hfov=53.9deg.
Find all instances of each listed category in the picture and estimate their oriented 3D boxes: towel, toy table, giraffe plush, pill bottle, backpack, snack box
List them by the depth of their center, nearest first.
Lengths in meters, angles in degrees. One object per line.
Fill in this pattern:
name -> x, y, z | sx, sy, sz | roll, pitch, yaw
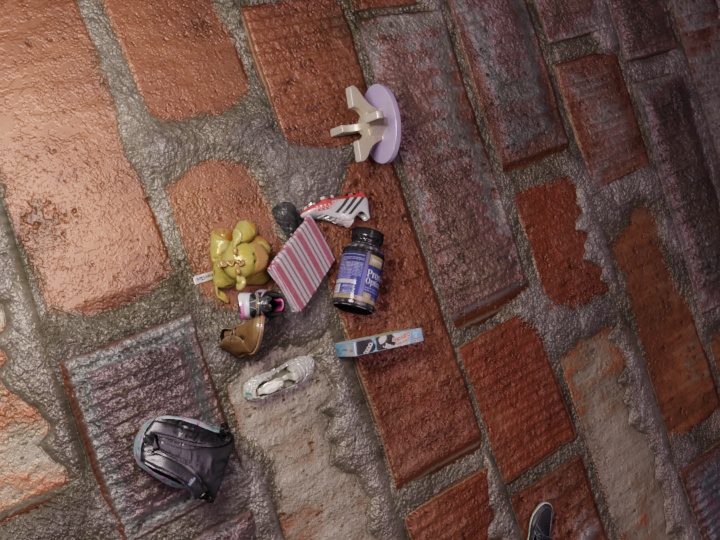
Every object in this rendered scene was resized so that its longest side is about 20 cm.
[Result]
backpack -> -0.388, 0.395, 1.524 | 0.197, 0.126, 0.171 | 25, 61, -21
giraffe plush -> -0.275, -0.027, 1.613 | 0.199, 0.161, 0.175 | -37, 100, -26
towel -> -0.140, -0.018, 1.700 | 0.202, 0.029, 0.148 | -58, 133, -38
snack box -> 0.046, 0.181, 1.779 | 0.195, 0.116, 0.038 | -9, 87, -27
pill bottle -> 0.000, 0.000, 1.781 | 0.110, 0.111, 0.205 | 17, 76, -24
toy table -> 0.020, -0.377, 1.817 | 0.115, 0.182, 0.205 | -8, 78, -44

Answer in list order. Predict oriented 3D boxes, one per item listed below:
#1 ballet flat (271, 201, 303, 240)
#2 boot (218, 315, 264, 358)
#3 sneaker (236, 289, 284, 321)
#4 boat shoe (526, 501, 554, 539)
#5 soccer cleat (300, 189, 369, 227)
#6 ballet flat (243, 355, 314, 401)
ballet flat -> -0.156, -0.076, 1.755 | 0.066, 0.056, 0.204 | -35, 106, -49
boot -> -0.265, 0.148, 1.577 | 0.074, 0.200, 0.075 | 18, 61, -21
sneaker -> -0.208, 0.084, 1.626 | 0.084, 0.200, 0.083 | -3, 92, 13
boat shoe -> 0.500, 0.747, 1.971 | 0.074, 0.062, 0.203 | 33, 69, -17
soccer cleat -> -0.060, -0.146, 1.795 | 0.196, 0.068, 0.087 | -17, 87, -32
ballet flat -> -0.183, 0.261, 1.680 | 0.197, 0.071, 0.073 | -23, 94, -28
